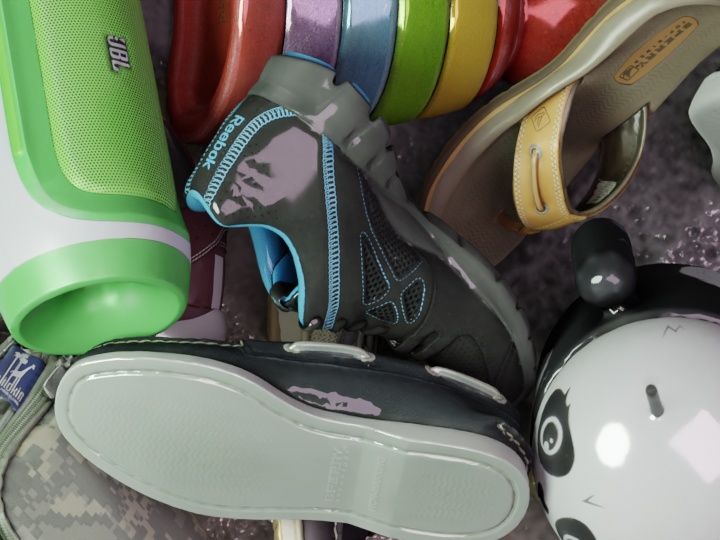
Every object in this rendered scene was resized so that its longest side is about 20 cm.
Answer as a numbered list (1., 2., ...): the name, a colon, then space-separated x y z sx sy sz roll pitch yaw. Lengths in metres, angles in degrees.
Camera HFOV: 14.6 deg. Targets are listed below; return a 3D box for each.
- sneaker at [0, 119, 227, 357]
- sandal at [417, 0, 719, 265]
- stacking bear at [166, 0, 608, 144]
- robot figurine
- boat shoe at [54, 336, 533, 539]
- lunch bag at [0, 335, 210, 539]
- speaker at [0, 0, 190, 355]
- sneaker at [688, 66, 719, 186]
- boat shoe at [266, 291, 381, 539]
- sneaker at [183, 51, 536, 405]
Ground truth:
1. sneaker: -0.148 -0.029 1.220 0.199 0.076 0.116 14 75 -16
2. sandal: 0.097 -0.055 1.228 0.080 0.200 0.054 10 46 -47
3. stacking bear: 0.025 -0.116 1.237 0.198 0.114 0.123 -1 94 -20
4. robot figurine: 0.133 0.067 1.224 0.150 0.200 0.125 30 103 -2
5. boat shoe: -0.027 0.063 1.161 0.199 0.061 0.076 17 123 -10
6. lunch bag: -0.135 0.151 1.197 0.200 0.139 0.168 50 62 -15
7. speaker: -0.124 -0.071 1.161 0.088 0.089 0.201 -6 66 -15
8. sneaker: 0.197 -0.098 1.246 0.073 0.200 0.113 21 82 8
9. boat shoe: -0.007 0.077 1.226 0.064 0.072 0.201 -5 68 2
10. sneaker: 0.000 0.000 1.186 0.082 0.073 0.200 -49 121 -14
